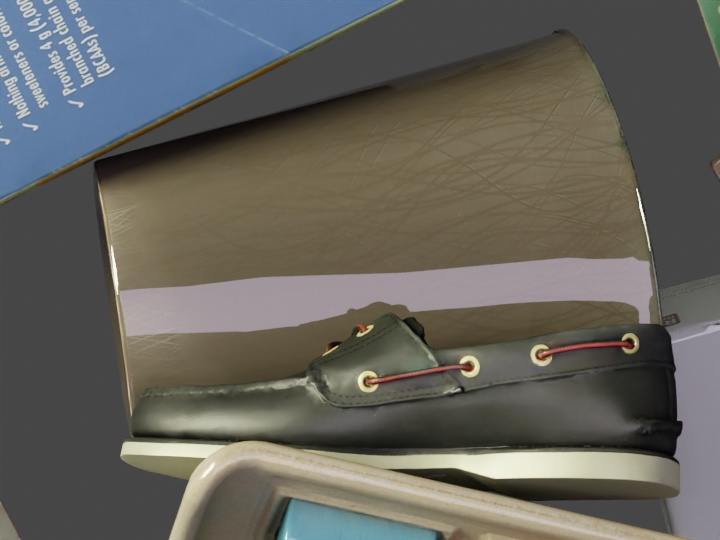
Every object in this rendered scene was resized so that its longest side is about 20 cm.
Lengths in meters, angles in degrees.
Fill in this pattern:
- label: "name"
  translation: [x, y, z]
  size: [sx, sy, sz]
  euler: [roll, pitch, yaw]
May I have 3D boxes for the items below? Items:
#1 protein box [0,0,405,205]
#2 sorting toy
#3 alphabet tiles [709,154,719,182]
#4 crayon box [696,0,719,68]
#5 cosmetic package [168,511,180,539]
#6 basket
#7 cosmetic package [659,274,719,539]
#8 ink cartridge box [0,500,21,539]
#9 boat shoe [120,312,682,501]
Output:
- label: "protein box"
  translation: [-0.118, -0.149, 0.836]
  size: [0.199, 0.135, 0.199]
  euler: [-27, 98, -2]
- label: "sorting toy"
  translation: [0.024, 0.124, 0.792]
  size: [0.199, 0.185, 0.037]
  euler: [9, 62, -8]
- label: "alphabet tiles"
  translation: [0.249, -0.043, 0.920]
  size: [0.166, 0.006, 0.200]
  euler: [-35, 114, 3]
- label: "crayon box"
  translation: [0.231, -0.175, 0.911]
  size: [0.199, 0.052, 0.126]
  euler: [-22, 98, -3]
- label: "cosmetic package"
  translation: [0.017, 0.139, 0.913]
  size: [0.199, 0.073, 0.104]
  euler: [23, 94, -8]
- label: "basket"
  translation: [0.000, 0.000, 0.847]
  size: [0.199, 0.136, 0.181]
  euler: [-9, 58, -8]
- label: "cosmetic package"
  translation: [0.179, 0.101, 0.910]
  size: [0.101, 0.074, 0.201]
  euler: [-14, 103, 4]
- label: "ink cartridge box"
  translation: [-0.229, 0.168, 0.885]
  size: [0.199, 0.084, 0.145]
  euler: [-27, 98, -3]
- label: "boat shoe"
  translation: [0.014, 0.050, 0.764]
  size: [0.200, 0.074, 0.064]
  euler: [-2, 77, 10]
